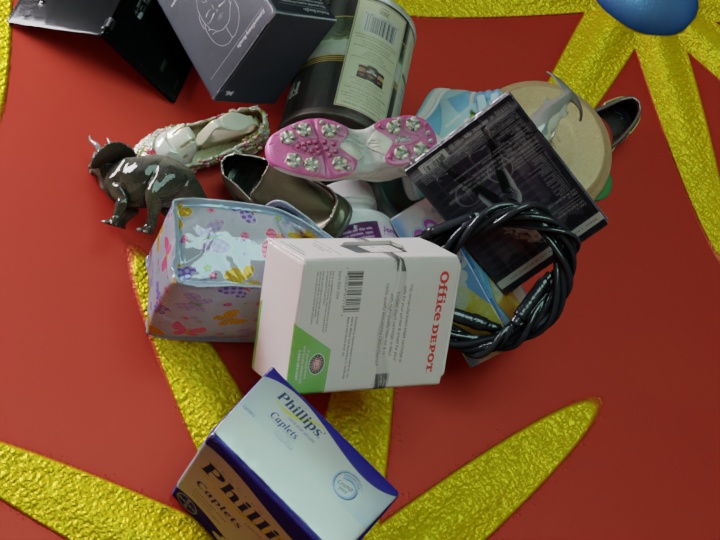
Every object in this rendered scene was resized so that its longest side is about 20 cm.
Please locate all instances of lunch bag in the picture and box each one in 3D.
[{"bbox_3d":[-0.130,0.001,1.613,0.197,0.170,0.129,5,66,-17],"label":"lunch bag"}]

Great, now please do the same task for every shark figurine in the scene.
[{"bbox_3d":[0.190,-0.163,1.716,0.089,0.128,0.216,30,77,14],"label":"shark figurine"}]

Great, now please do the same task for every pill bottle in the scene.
[{"bbox_3d":[0.000,0.000,1.699,0.111,0.112,0.202,-6,66,-24],"label":"pill bottle"}]

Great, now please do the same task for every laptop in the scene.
[{"bbox_3d":[-0.303,-0.329,1.820,0.200,0.115,0.189,43,51,-31],"label":"laptop"}]

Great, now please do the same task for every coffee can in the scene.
[{"bbox_3d":[-0.015,-0.225,1.795,0.145,0.147,0.202,19,57,-11],"label":"coffee can"}]

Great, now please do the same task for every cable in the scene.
[{"bbox_3d":[0.157,0.009,1.628,0.198,0.051,0.165,-18,95,9],"label":"cable"}]

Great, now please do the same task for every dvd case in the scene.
[{"bbox_3d":[0.167,-0.085,1.642,0.200,0.148,0.016,48,17,-21],"label":"dvd case"}]

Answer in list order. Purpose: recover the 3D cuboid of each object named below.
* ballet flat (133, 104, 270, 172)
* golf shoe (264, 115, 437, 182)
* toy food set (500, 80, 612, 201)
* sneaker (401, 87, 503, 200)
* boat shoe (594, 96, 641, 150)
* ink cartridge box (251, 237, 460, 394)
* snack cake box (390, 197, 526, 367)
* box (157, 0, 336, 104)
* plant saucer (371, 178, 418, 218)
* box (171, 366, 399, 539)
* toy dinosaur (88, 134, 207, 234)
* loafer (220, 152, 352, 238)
[{"bbox_3d":[-0.195,-0.158,1.737,0.198,0.064,0.076,-24,75,-30],"label":"ballet flat"},{"bbox_3d":[-0.013,-0.128,1.666,0.197,0.092,0.076,-2,71,-9],"label":"golf shoe"},{"bbox_3d":[0.235,-0.153,1.870,0.198,0.049,0.200,-41,79,-18],"label":"toy food set"},{"bbox_3d":[0.128,-0.162,1.771,0.129,0.080,0.201,-2,41,24],"label":"sneaker"},{"bbox_3d":[0.306,-0.175,1.946,0.199,0.060,0.072,-33,79,-32],"label":"boat shoe"},{"bbox_3d":[-0.004,0.045,1.531,0.198,0.084,0.148,-1,107,-33],"label":"ink cartridge box"},{"bbox_3d":[0.127,0.001,1.724,0.202,0.067,0.115,61,28,0],"label":"snack cake box"},{"bbox_3d":[-0.145,-0.326,1.741,0.106,0.149,0.201,-2,55,-47],"label":"box"},{"bbox_3d":[0.083,-0.103,1.834,0.197,0.036,0.202,10,60,-17],"label":"plant saucer"},{"bbox_3d":[-0.083,0.230,1.488,0.184,0.200,0.105,44,58,6],"label":"box"},{"bbox_3d":[-0.239,-0.093,1.647,0.197,0.077,0.104,11,88,15],"label":"toy dinosaur"},{"bbox_3d":[-0.095,-0.086,1.680,0.199,0.070,0.076,22,79,37],"label":"loafer"}]
